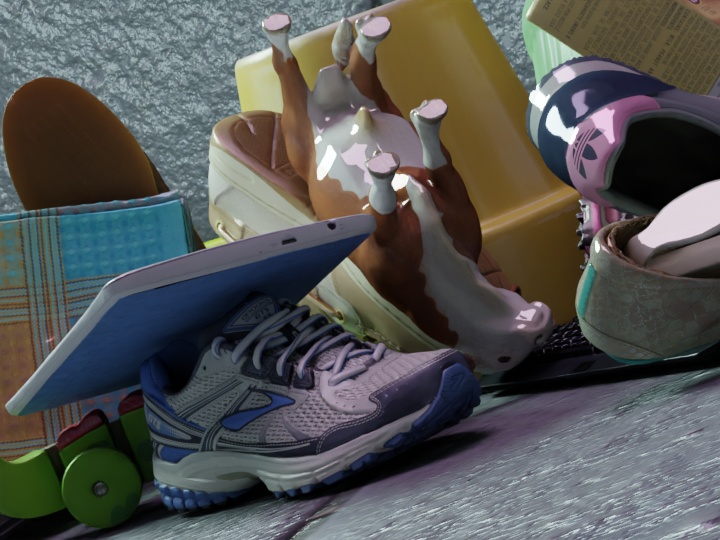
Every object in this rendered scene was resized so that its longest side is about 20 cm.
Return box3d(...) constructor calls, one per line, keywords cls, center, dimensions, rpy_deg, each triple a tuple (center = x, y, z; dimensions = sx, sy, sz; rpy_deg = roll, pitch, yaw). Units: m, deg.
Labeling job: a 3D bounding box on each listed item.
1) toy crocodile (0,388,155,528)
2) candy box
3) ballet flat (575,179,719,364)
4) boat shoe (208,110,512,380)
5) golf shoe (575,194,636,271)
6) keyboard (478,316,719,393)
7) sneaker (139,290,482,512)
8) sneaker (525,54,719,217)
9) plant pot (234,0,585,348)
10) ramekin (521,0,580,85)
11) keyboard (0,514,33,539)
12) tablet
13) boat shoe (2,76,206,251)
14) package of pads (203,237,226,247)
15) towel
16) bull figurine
box3d(cls="toy crocodile", center=(-0.089, 0.076, 1.374), dimensions=(0.200, 0.062, 0.068), rpy_deg=(-20, 4, -2))
box3d(cls="candy box", center=(0.188, -0.096, 1.392), dimensions=(0.055, 0.200, 0.115), rpy_deg=(-60, -11, 20))
box3d(cls="ballet flat", center=(0.179, -0.017, 1.153), dimensions=(0.200, 0.062, 0.067), rpy_deg=(-21, 44, -19))
box3d(cls="boat shoe", center=(0.000, 0.000, 1.401), dimensions=(0.074, 0.200, 0.069), rpy_deg=(-22, -39, -40))
box3d(cls="golf shoe", center=(0.152, -0.053, 1.432), dimensions=(0.092, 0.073, 0.200), rpy_deg=(-6, 44, 6))
box3d(cls="keyboard", center=(0.131, 0.014, 1.258), dimensions=(0.104, 0.040, 0.200), rpy_deg=(-23, 6, -28))
box3d(cls="sneaker", center=(-0.033, 0.051, 1.253), dimensions=(0.200, 0.085, 0.077), rpy_deg=(-16, 6, 45))
box3d(cls="sneaker", center=(0.171, -0.034, 1.223), dimensions=(0.200, 0.070, 0.082), rpy_deg=(10, 21, -16))
box3d(cls="plant pot", center=(0.026, -0.045, 1.522), dimensions=(0.201, 0.189, 0.201), rpy_deg=(-19, 4, 1))
box3d(cls="ramekin", center=(0.191, -0.102, 1.592), dimensions=(0.200, 0.098, 0.200), rpy_deg=(-1, -24, 0))
box3d(cls="keyboard", center=(-0.180, 0.114, 1.485), dimensions=(0.104, 0.040, 0.200), rpy_deg=(3, 19, 27))
box3d(cls="tablet", center=(-0.081, 0.021, 1.310), dimensions=(0.130, 0.014, 0.200), rpy_deg=(-15, -12, -25))
box3d(cls="boat shoe", center=(-0.121, -0.011, 1.512), dimensions=(0.070, 0.200, 0.070), rpy_deg=(-33, 0, -3))
box3d(cls="package of pads", center=(-0.051, 0.015, 1.775), dimensions=(0.154, 0.068, 0.200), rpy_deg=(-18, -6, 2))
box3d(cls="towel", center=(-0.172, 0.039, 1.433), dimensions=(0.200, 0.147, 0.022), rpy_deg=(-7, -22, -11))
box3d(cls="bull figurine", center=(0.017, -0.037, 1.314), dimensions=(0.065, 0.122, 0.200), rpy_deg=(-26, 46, -16))
